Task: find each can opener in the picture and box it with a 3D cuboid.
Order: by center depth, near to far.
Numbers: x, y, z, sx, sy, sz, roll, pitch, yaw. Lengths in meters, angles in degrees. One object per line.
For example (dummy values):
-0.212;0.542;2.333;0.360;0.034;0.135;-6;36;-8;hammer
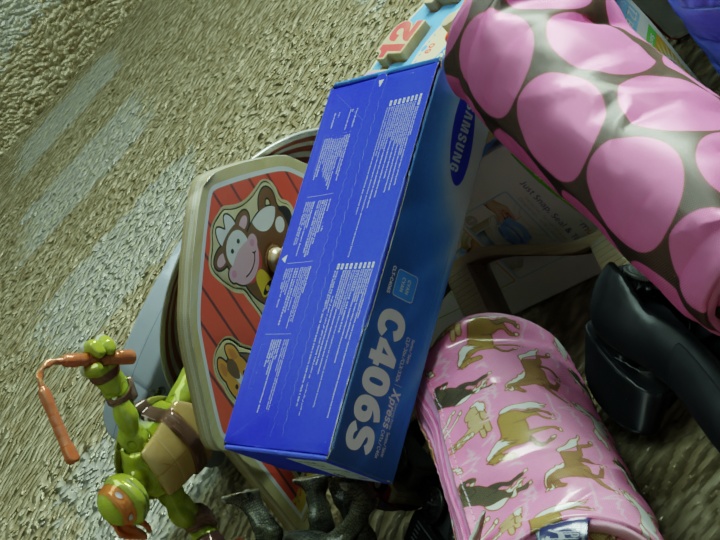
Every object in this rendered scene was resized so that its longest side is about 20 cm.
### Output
0.154;0.045;0.605;0.063;0.079;0.200;-11;21;-14;can opener

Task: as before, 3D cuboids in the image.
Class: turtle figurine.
-0.098;0.101;0.815;0.064;0.201;0.161;-12;27;46;turtle figurine

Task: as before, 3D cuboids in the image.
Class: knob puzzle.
-0.039;0.022;0.819;0.030;0.220;0.221;-2;46;33;knob puzzle

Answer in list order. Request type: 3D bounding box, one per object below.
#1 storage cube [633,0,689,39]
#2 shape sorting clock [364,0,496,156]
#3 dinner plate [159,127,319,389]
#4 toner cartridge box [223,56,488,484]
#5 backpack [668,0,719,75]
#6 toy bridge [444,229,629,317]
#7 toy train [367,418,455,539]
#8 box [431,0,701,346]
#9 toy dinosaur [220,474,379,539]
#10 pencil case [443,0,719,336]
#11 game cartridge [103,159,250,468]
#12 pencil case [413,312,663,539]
0.214;-0.278;0.839;0.170;0.199;0.181;-18;42;50;storage cube
0.062;-0.127;0.796;0.200;0.039;0.201;-40;23;21;shape sorting clock
-0.057;0.000;0.899;0.024;0.200;0.201;29;76;33;dinner plate
0.000;0.000;0.702;0.095;0.043;0.202;-2;67;53;toner cartridge box
0.234;-0.156;0.630;0.163;0.168;0.200;-45;19;-13;backpack
0.070;0.024;0.772;0.199;0.027;0.068;-36;67;31;toy bridge
0.018;0.101;0.733;0.200;0.034;0.046;48;123;55;toy train
0.091;-0.055;0.813;0.199;0.101;0.113;-28;29;41;box
-0.016;0.156;0.710;0.199;0.104;0.077;-11;-4;40;toy dinosaur
0.124;-0.060;0.614;0.093;0.091;0.200;-38;54;-5;pencil case
-0.087;0.030;0.933;0.041;0.133;0.201;29;91;28;game cartridge
0.073;0.092;0.617;0.083;0.087;0.200;-37;21;11;pencil case
